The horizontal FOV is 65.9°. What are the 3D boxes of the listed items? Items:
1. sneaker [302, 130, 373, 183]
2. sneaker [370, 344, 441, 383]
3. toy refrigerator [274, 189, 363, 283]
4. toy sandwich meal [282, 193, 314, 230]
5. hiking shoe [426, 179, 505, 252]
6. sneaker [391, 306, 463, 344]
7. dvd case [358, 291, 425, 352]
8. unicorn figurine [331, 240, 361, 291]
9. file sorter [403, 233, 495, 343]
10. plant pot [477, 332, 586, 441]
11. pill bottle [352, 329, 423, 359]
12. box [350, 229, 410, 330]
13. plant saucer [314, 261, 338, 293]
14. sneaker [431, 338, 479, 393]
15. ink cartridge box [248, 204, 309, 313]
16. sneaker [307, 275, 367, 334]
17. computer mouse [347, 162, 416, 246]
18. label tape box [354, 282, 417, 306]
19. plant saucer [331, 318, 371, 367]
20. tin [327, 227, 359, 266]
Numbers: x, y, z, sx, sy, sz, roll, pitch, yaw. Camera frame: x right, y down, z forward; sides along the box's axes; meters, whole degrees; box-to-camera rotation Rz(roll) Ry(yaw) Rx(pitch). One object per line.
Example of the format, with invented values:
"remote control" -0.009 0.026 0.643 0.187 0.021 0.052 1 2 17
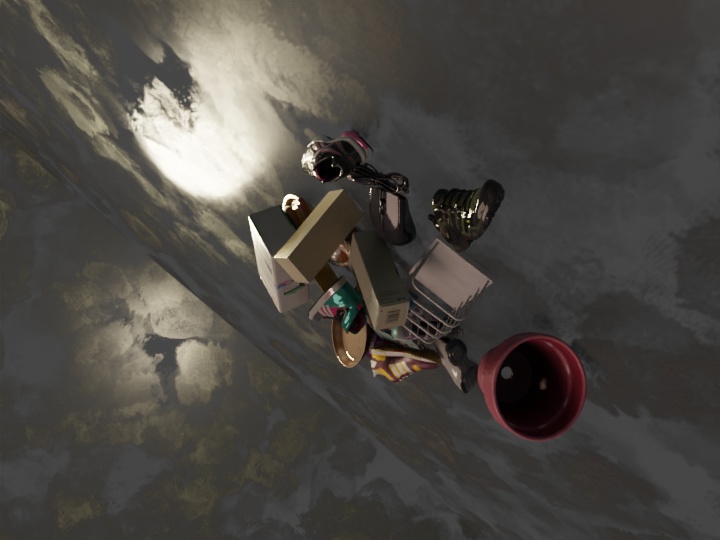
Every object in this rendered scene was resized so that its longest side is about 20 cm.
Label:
"sneaker" -0.067 -0.205 1.051 0.081 0.087 0.199 48 156 -19
"sneaker" 0.118 0.246 1.432 0.197 0.075 0.092 4 102 33
"toy refrigerator" -0.088 -0.074 1.178 0.076 0.201 0.069 48 156 -26
"toy sandwich meal" -0.149 -0.090 1.340 0.205 0.070 0.208 41 147 35
"hiking shoe" 0.163 -0.098 0.914 0.100 0.076 0.200 34 158 3
"sneaker" 0.165 0.128 1.261 0.138 0.079 0.199 12 -170 32
"dvd case" 0.061 0.126 1.387 0.145 0.022 0.201 9 147 48
"unicorn figurine" 0.000 0.000 1.264 0.198 0.074 0.139 20 143 35
"file sorter" 0.155 0.049 1.137 0.138 0.125 0.200 37 157 3
"plant pot" 0.329 0.226 1.137 0.199 0.201 0.179 40 173 -4
"pill bottle" 0.078 0.207 1.557 0.198 0.113 0.113 17 150 40
"box" 0.036 0.015 1.131 0.083 0.067 0.202 99 159 -49
"plant saucer" -0.076 0.038 1.469 0.201 0.048 0.200 58 178 -29
"sneaker" 0.247 0.235 1.431 0.087 0.074 0.202 27 150 53
"ink cartridge box" -0.187 -0.024 1.296 0.146 0.083 0.202 55 157 36
"sneaker" -0.046 0.101 1.304 0.121 0.084 0.200 46 147 2
"computer mouse" 0.049 -0.113 1.090 0.137 0.053 0.201 21 151 35
"label tape box" 0.051 0.081 1.430 0.142 0.066 0.200 37 156 5
"plant saucer" -0.021 0.166 1.541 0.034 0.205 0.199 4 175 -30
"tin" -0.051 -0.064 1.351 0.112 0.042 0.199 43 157 -20
